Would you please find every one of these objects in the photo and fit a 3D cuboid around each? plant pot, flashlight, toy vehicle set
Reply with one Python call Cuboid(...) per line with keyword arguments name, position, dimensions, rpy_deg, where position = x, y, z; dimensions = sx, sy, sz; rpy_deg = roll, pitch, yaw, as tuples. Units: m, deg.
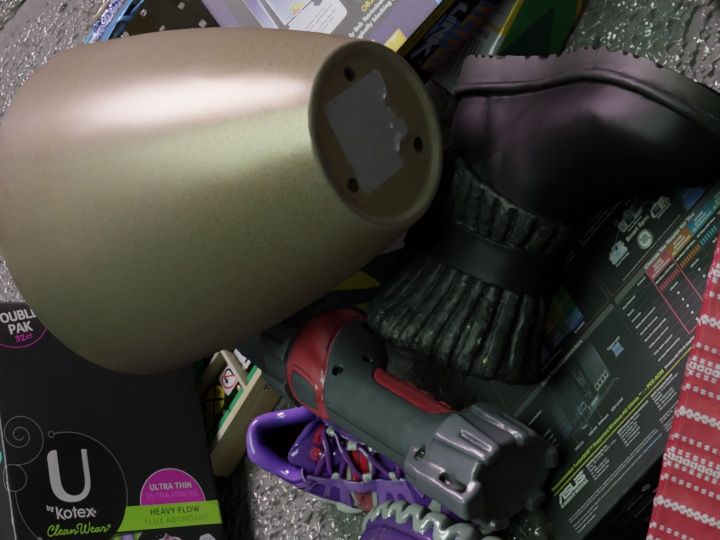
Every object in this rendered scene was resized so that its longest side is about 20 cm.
Cuboid(name="plant pot", position=(-0.060, -0.050, 0.870), dimensions=(0.199, 0.186, 0.189), rpy_deg=(-12, 69, 45))
Cuboid(name="flashlight", position=(0.023, 0.070, 0.889), dimensions=(0.199, 0.068, 0.068), rpy_deg=(26, 90, 49))
Cuboid(name="toy vehicle set", position=(-0.074, 0.022, 1.133), dimensions=(0.201, 0.026, 0.124), rpy_deg=(-58, 43, 19))

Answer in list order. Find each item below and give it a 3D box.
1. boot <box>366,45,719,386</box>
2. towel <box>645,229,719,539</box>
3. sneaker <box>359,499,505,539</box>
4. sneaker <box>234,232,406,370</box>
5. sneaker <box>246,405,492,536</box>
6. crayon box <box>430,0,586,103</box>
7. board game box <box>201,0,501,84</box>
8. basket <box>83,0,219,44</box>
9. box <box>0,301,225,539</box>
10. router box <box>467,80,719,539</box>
Cuboid(name="boot", position=(0.093, -0.019, 0.811), dimensions=(0.211, 0.079, 0.159), rpy_deg=(11, 78, 62))
Cuboid(name="towel", position=(0.209, 0.069, 0.733), dimensions=(0.144, 0.022, 0.202), rpy_deg=(18, 105, 27))
Cuboid(name="sneaker", position=(0.058, 0.183, 0.871), dimensions=(0.199, 0.080, 0.089), rpy_deg=(12, 69, 50))
Cuboid(name="sneaker", position=(0.000, 0.000, 1.027), dimensions=(0.199, 0.085, 0.075), rpy_deg=(-24, 33, 20))
Cuboid(name="sneaker", position=(0.007, 0.113, 0.966), dimensions=(0.199, 0.083, 0.082), rpy_deg=(-5, 74, 47))
Cuboid(name="crayon box", position=(0.091, -0.204, 0.999), dimensions=(0.127, 0.051, 0.201), rpy_deg=(44, 112, 46))
Cuboid(name="board game box", position=(0.003, -0.194, 0.972), dimensions=(0.200, 0.057, 0.166), rpy_deg=(-45, 65, 21))
Cuboid(name="basket", position=(-0.100, -0.140, 1.118), dimensions=(0.177, 0.139, 0.200), rpy_deg=(-51, 38, 3))
Cuboid(name="box", position=(-0.188, 0.134, 1.101), dimensions=(0.124, 0.147, 0.202), rpy_deg=(-38, 57, 50))
Cuboid(name="router box", position=(0.148, 0.028, 0.846), dimensions=(0.200, 0.062, 0.150), rpy_deg=(-51, 45, 25))
